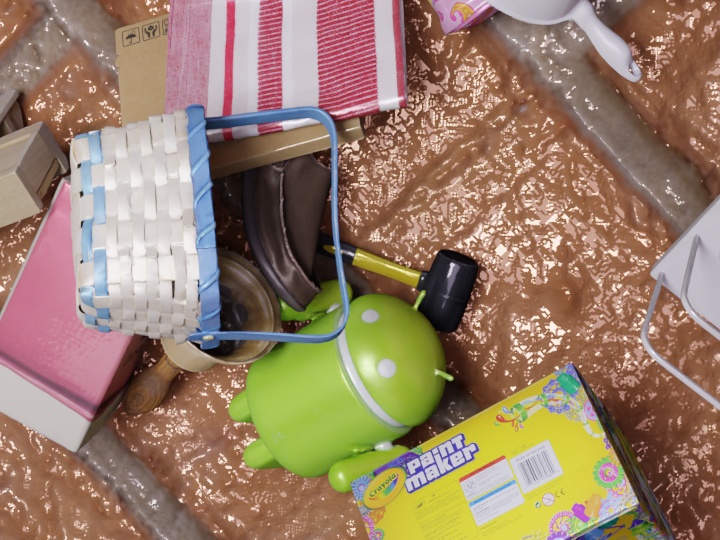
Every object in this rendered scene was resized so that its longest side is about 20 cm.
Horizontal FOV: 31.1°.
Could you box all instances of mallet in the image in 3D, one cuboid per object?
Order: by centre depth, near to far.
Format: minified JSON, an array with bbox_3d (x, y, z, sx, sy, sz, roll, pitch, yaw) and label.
[{"bbox_3d":[0.000,0.000,1.105,0.197,0.041,0.067,13,104,9],"label":"mallet"}]

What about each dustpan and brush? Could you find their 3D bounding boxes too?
[{"bbox_3d":[0.153,-0.224,0.988,0.200,0.057,0.140,41,64,-4],"label":"dustpan and brush"}]

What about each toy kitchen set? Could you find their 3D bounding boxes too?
[{"bbox_3d":[-0.310,-0.028,1.103,0.197,0.164,0.182,-17,122,17],"label":"toy kitchen set"}]

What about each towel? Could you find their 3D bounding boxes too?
[{"bbox_3d":[-0.062,-0.176,1.024,0.197,0.023,0.146,-8,65,12],"label":"towel"}]

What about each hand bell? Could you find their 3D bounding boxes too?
[{"bbox_3d":[-0.157,0.076,1.087,0.104,0.104,0.200,44,135,-2],"label":"hand bell"}]

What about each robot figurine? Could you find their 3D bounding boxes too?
[{"bbox_3d":[-0.014,0.096,1.068,0.199,0.115,0.178,-30,68,25],"label":"robot figurine"}]

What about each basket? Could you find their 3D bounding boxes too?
[{"bbox_3d":[-0.110,-0.034,0.941,0.196,0.139,0.179,-2,72,-4],"label":"basket"}]

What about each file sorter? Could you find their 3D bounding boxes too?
[{"bbox_3d":[0.328,0.004,0.985,0.138,0.125,0.201,36,126,-1],"label":"file sorter"}]

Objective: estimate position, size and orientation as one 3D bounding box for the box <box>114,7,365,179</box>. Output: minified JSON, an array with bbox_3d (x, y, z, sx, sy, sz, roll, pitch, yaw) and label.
[{"bbox_3d":[-0.102,-0.153,1.050,0.197,0.021,0.166,-14,63,9],"label":"box"}]

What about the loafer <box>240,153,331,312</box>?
[{"bbox_3d":[-0.057,-0.067,1.042,0.070,0.073,0.203,-17,70,12],"label":"loafer"}]

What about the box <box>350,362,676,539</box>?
[{"bbox_3d":[0.129,0.200,1.027,0.198,0.193,0.123,-29,58,10],"label":"box"}]

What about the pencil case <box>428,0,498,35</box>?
[{"bbox_3d":[0.053,-0.289,1.021,0.087,0.087,0.202,-31,94,11],"label":"pencil case"}]

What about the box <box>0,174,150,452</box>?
[{"bbox_3d":[-0.226,0.027,1.086,0.108,0.128,0.202,27,102,0],"label":"box"}]
